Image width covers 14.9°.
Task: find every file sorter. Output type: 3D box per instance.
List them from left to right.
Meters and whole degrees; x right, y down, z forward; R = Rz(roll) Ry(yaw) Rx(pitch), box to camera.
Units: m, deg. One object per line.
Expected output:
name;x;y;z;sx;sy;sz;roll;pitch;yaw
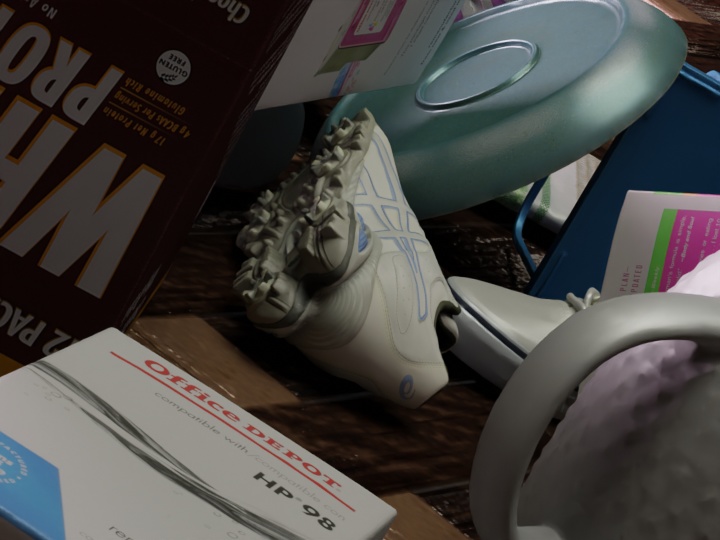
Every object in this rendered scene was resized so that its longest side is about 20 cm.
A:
file sorter;0.195;-0.015;1.396;0.199;0.139;0.123;28;14;-12

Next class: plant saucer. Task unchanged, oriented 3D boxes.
plant saucer;0.060;-0.086;1.327;0.200;0.199;0.028;-103;170;-67

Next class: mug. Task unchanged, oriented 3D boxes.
mug;0.124;0.072;0.977;0.199;0.176;0.148;16;21;-36

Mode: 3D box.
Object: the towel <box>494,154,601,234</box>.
towel;0.093;-0.051;1.537;0.199;0.031;0.149;30;19;-5

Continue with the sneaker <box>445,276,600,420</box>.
sneaker;0.121;0.034;1.258;0.199;0.071;0.073;21;19;-25

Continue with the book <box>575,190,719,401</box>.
book;0.178;0.038;1.100;0.048;0.135;0.199;14;-5;-44

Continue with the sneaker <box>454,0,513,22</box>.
sneaker;0.083;-0.170;1.649;0.199;0.140;0.078;26;18;-14

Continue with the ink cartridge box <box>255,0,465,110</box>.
ink cartridge box;-0.049;-0.149;1.226;0.144;0.085;0.200;37;19;16

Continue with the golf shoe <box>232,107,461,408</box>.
golf shoe;0.000;0.000;1.196;0.097;0.078;0.200;43;20;-14

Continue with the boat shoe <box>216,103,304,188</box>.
boat shoe;-0.107;-0.082;1.236;0.070;0.071;0.200;27;12;32

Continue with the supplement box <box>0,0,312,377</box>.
supplement box;-0.104;-0.080;0.999;0.132;0.201;0.197;29;17;-2

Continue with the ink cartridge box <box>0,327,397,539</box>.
ink cartridge box;-0.067;0.082;0.829;0.115;0.067;0.200;32;17;10
